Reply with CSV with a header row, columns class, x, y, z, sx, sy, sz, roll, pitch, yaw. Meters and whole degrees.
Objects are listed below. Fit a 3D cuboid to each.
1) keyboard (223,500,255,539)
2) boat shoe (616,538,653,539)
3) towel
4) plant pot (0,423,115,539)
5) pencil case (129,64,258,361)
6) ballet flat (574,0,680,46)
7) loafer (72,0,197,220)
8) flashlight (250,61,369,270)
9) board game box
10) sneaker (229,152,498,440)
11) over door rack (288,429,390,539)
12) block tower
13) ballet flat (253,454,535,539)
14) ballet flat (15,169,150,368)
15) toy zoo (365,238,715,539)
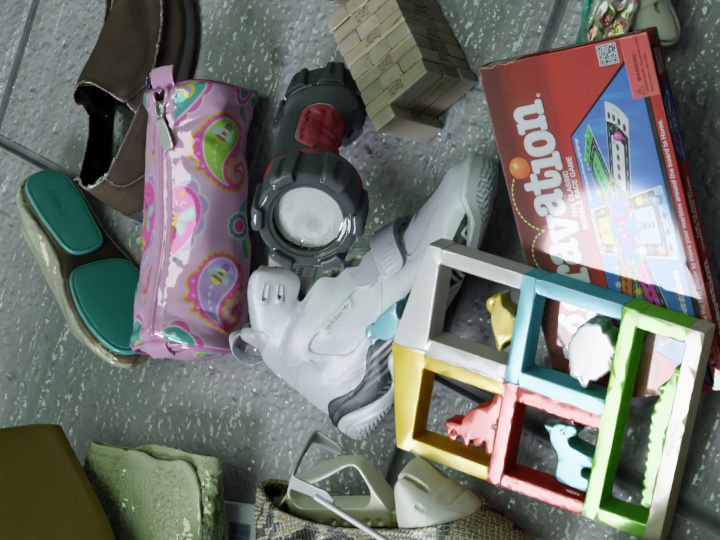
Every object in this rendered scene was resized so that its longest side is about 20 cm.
class,x,y,z,sx,sy,sz,roll,pitch,yaw
keyboard,-0.082,0.187,1.120,0.200,0.011,0.056,-1,78,44
boat shoe,0.135,0.185,0.845,0.201,0.063,0.073,-132,47,-78
towel,-0.146,0.221,1.144,0.148,0.036,0.200,-2,89,45
plant pot,-0.264,0.248,1.112,0.200,0.194,0.196,43,126,43
pencil case,-0.117,-0.037,1.137,0.087,0.087,0.200,-2,84,40
ballet flat,0.149,-0.120,0.947,0.064,0.076,0.200,15,99,9
loafer,-0.169,-0.140,1.202,0.073,0.071,0.200,-6,81,39
flashlight,-0.023,-0.073,1.009,0.068,0.068,0.200,-58,10,27
board game box,0.136,-0.026,0.907,0.103,0.019,0.200,-8,102,33
sneaker,0.000,0.000,1.009,0.115,0.075,0.200,28,110,0
over door rack,0.018,0.205,0.903,0.200,0.067,0.148,40,145,16
block tower,0.008,-0.182,1.070,0.058,0.054,0.200,-38,63,31
ballet flat,0.013,0.148,0.991,0.200,0.068,0.075,-4,103,35
ballet flat,-0.203,0.007,1.230,0.200,0.067,0.062,59,148,33
toy zoo,0.093,0.062,0.935,0.200,0.020,0.131,18,112,26
